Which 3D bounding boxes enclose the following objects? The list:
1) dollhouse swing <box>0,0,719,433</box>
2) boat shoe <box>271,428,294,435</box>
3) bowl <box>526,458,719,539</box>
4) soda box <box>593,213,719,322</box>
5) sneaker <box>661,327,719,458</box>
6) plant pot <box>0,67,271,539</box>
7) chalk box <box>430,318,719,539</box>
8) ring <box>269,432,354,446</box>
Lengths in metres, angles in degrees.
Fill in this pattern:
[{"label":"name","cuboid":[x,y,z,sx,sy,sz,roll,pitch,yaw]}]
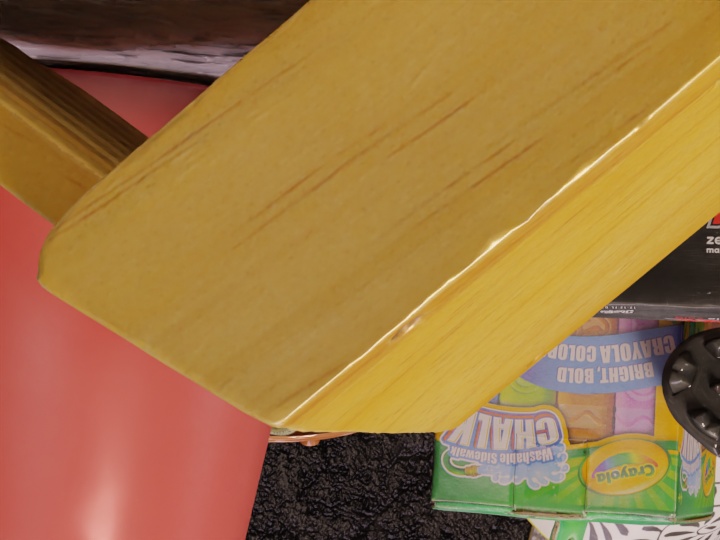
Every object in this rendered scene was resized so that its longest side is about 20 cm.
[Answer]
[{"label":"dollhouse swing","cuboid":[-0.010,-0.055,0.488,0.182,0.176,0.200,-40,167,8]},{"label":"boat shoe","cuboid":[-0.042,0.044,0.870,0.072,0.066,0.201,-13,169,40]},{"label":"bowl","cuboid":[0.172,0.064,1.046,0.200,0.201,0.094,5,162,-27]},{"label":"soda box","cuboid":[0.135,-0.017,0.653,0.200,0.071,0.063,2,175,9]},{"label":"sneaker","cuboid":[0.227,0.073,0.866,0.200,0.071,0.098,14,178,-7]},{"label":"plant pot","cuboid":[-0.112,0.027,0.701,0.200,0.178,0.200,2,176,0]},{"label":"chalk box","cuboid":[0.111,0.067,0.934,0.124,0.200,0.124,1,176,18]},{"label":"ring","cuboid":[-0.053,0.056,1.162,0.200,0.019,0.201,2,-152,-1]}]
